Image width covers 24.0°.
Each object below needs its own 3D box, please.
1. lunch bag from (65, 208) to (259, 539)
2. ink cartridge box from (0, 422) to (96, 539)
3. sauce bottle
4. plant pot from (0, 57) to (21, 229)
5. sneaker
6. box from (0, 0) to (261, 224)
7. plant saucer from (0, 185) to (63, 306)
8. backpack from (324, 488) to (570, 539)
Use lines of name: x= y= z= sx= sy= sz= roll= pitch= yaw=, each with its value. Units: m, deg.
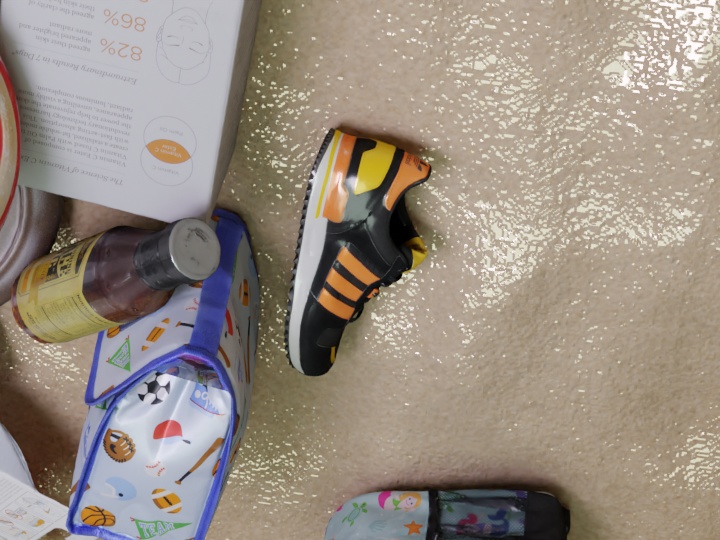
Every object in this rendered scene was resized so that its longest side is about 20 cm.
lunch bag: x=-0.133 y=0.077 z=1.210 sx=0.122 sy=0.171 sz=0.201 roll=17 pitch=128 yaw=-9
ink cartridge box: x=-0.301 y=0.159 z=1.340 sx=0.199 sy=0.051 sz=0.162 roll=29 pitch=148 yaw=-18
sauce bottle: x=-0.164 y=0.004 z=1.137 sx=0.199 sy=0.066 sz=0.066 roll=-18 pitch=123 yaw=47
plant pot: x=-0.320 y=-0.082 z=1.018 sx=0.181 sy=0.201 sz=0.202 roll=2 pitch=128 yaw=30
sneaker: x=0.000 y=0.000 z=1.191 sx=0.089 sy=0.070 sz=0.202 roll=12 pitch=124 yaw=5
box: x=-0.147 y=-0.149 z=1.089 sx=0.150 sy=0.107 sz=0.202 roll=14 pitch=126 yaw=-1
plant saucer: x=-0.308 y=-0.051 z=1.185 sx=0.197 sy=0.032 sz=0.203 roll=-3 pitch=107 yaw=-9
backpack: x=0.060 y=0.262 z=1.327 sx=0.197 sy=0.151 sz=0.179 roll=3 pitch=127 yaw=13
